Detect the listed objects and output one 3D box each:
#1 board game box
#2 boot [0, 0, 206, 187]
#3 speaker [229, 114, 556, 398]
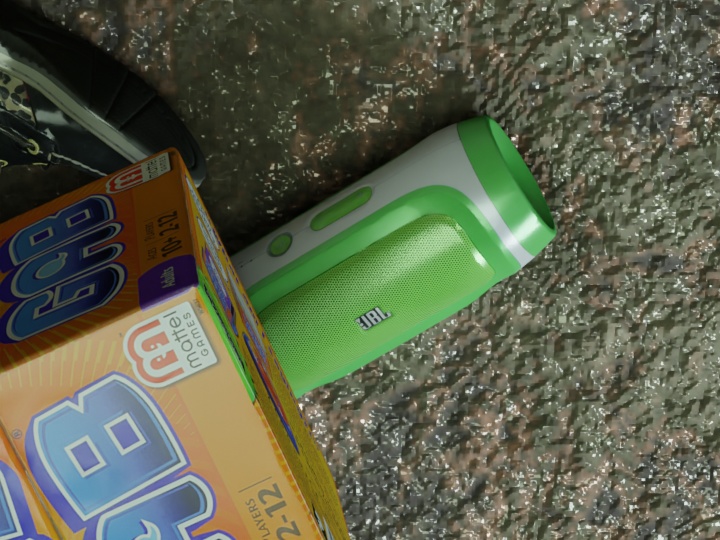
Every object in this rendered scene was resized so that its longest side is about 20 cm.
[{"bbox_3d":[-0.128,0.097,1.072,0.199,0.200,0.201,-24,110,2],"label":"board game box"},{"bbox_3d":[-0.197,-0.056,1.212,0.203,0.074,0.154,32,112,-8],"label":"boot"},{"bbox_3d":[0.000,0.000,1.234,0.199,0.089,0.089,-31,112,12],"label":"speaker"}]
